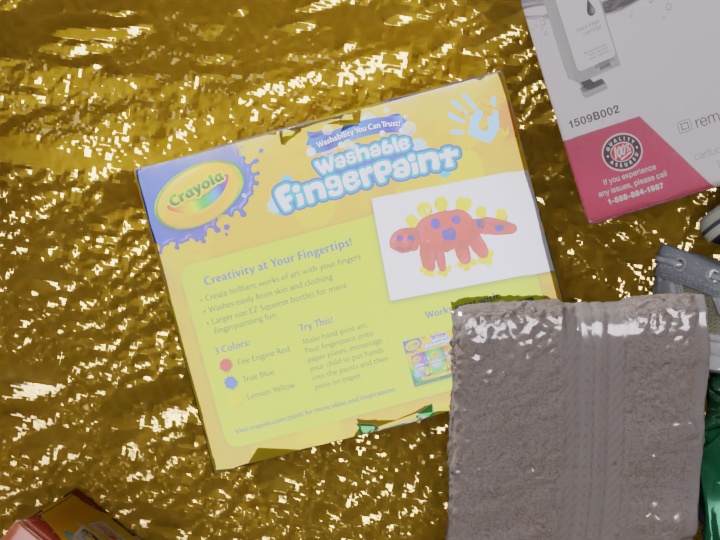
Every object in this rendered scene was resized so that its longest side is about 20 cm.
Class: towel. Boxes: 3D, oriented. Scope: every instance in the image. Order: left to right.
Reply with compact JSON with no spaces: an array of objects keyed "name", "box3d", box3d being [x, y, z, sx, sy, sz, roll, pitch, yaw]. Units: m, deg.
[{"name":"towel","box3d":[0.108,0.102,1.254,0.132,0.035,0.200,-3,120,-5]}]

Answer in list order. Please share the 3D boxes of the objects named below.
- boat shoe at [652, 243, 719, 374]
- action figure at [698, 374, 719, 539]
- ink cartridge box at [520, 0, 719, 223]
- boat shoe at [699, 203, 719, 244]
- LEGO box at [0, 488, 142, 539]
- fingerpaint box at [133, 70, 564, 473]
[{"name":"boat shoe","box3d":[0.252,0.025,1.271,0.201,0.074,0.065,4,96,11]},{"name":"action figure","box3d":[0.218,0.149,1.284,0.118,0.055,0.201,-15,83,6]},{"name":"ink cartridge box","box3d":[0.162,-0.141,1.242,0.146,0.083,0.201,-17,90,32]},{"name":"boat shoe","box3d":[0.277,-0.036,1.267,0.199,0.075,0.062,-12,84,-1]},{"name":"LEGO box","box3d":[-0.107,0.209,1.260,0.200,0.149,0.077,38,93,3]},{"name":"fingerpaint box","box3d":[0.000,0.000,1.286,0.199,0.073,0.167,-16,91,3]}]
